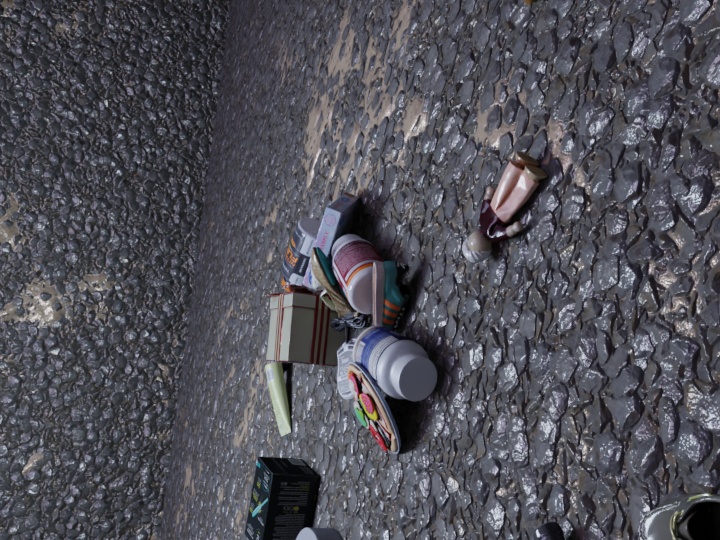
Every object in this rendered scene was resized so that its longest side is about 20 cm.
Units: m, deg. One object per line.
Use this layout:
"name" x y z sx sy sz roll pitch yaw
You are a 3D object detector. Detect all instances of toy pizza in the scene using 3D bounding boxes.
"toy pizza" 0.018 0.277 1.473 0.202 0.031 0.202 55 162 28

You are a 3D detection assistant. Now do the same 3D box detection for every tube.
"tube" -0.229 0.364 2.096 0.058 0.051 0.204 44 -148 -70

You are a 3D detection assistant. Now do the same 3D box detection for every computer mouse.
"computer mouse" -0.020 0.197 1.693 0.108 0.043 0.204 -21 61 37

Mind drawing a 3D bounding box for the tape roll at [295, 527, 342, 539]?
"tape roll" -0.097 0.684 1.655 0.200 0.065 0.204 139 136 -55

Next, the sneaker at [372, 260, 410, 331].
"sneaker" 0.066 0.074 1.537 0.072 0.078 0.204 -100 8 -59

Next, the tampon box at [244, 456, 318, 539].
"tampon box" -0.198 0.588 1.845 0.149 0.124 0.205 -170 89 -67

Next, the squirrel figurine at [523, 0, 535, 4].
"squirrel figurine" 0.293 -0.561 1.202 0.185 0.139 0.205 -12 72 57

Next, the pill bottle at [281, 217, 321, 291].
"pill bottle" -0.154 -0.033 2.022 0.107 0.104 0.202 -112 39 -51

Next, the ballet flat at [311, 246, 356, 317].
"ballet flat" -0.075 0.037 1.720 0.064 0.202 0.071 -25 24 18

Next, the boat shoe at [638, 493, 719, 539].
"boat shoe" 0.367 0.271 0.782 0.201 0.059 0.074 144 132 -58

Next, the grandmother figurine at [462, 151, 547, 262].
"grandmother figurine" 0.232 -0.099 1.242 0.122 0.059 0.202 -99 32 -54

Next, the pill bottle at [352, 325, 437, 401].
"pill bottle" 0.068 0.181 1.430 0.199 0.109 0.113 23 101 66

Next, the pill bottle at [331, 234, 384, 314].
"pill bottle" 0.000 0.000 1.654 0.115 0.111 0.201 -69 26 23

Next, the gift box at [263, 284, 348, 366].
"gift box" -0.141 0.136 1.833 0.199 0.181 0.191 -6 76 59

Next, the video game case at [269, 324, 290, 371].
"video game case" -0.227 0.203 2.190 0.200 0.025 0.184 133 140 -51

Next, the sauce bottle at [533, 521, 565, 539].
"sauce bottle" 0.275 0.415 0.929 0.202 0.063 0.065 -109 37 -51

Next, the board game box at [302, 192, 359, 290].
"board game box" -0.071 -0.076 1.814 0.200 0.040 0.203 -53 -17 -70
